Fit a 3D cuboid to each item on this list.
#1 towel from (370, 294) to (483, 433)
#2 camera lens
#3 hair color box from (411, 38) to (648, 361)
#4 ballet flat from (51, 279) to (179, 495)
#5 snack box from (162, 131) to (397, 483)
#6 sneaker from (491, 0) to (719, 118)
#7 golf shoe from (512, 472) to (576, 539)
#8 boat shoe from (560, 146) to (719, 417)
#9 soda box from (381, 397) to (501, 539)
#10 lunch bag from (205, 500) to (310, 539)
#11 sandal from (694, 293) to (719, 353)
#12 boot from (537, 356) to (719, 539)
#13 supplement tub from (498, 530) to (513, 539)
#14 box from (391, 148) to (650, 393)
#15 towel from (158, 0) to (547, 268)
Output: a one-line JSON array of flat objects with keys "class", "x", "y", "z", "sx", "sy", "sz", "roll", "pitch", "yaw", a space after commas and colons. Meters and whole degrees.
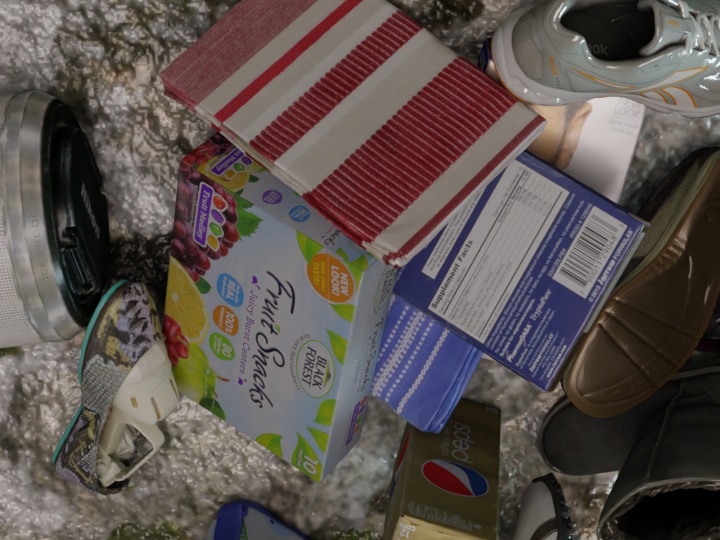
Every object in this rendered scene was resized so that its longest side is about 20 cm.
[{"class": "towel", "x": 0.000, "y": 0.000, "z": 1.211, "sx": 0.199, "sy": 0.024, "sz": 0.145, "roll": 34, "pitch": 114, "yaw": 13}, {"class": "camera lens", "x": -0.268, "y": -0.027, "z": 1.179, "sx": 0.198, "sy": 0.160, "sz": 0.161, "roll": -6, "pitch": 110, "yaw": 4}, {"class": "hair color box", "x": 0.109, "y": -0.040, "z": 1.215, "sx": 0.109, "sy": 0.065, "sz": 0.201, "roll": 13, "pitch": 109, "yaw": -2}, {"class": "ballet flat", "x": -0.155, "y": 0.086, "z": 1.237, "sx": 0.072, "sy": 0.072, "sz": 0.201, "roll": 18, "pitch": 137, "yaw": -5}, {"class": "snack box", "x": -0.055, "y": 0.025, "z": 1.183, "sx": 0.142, "sy": 0.053, "sz": 0.201, "roll": 30, "pitch": 137, "yaw": 18}, {"class": "sneaker", "x": 0.185, "y": -0.136, "z": 1.114, "sx": 0.199, "sy": 0.092, "sz": 0.076, "roll": -6, "pitch": 83, "yaw": -19}, {"class": "golf shoe", "x": 0.093, "y": 0.221, "z": 1.185, "sx": 0.094, "sy": 0.201, "sz": 0.078, "roll": 1, "pitch": 146, "yaw": 10}, {"class": "boat shoe", "x": 0.194, "y": 0.006, "z": 1.202, "sx": 0.073, "sy": 0.065, "sz": 0.200, "roll": 40, "pitch": 85, "yaw": -22}, {"class": "soda box", "x": 0.053, "y": 0.151, "z": 1.213, "sx": 0.064, "sy": 0.200, "sz": 0.068, "roll": 17, "pitch": 110, "yaw": 0}, {"class": "lunch bag", "x": -0.054, "y": 0.277, "z": 1.283, "sx": 0.123, "sy": 0.170, "sz": 0.201, "roll": -25, "pitch": 109, "yaw": 8}, {"class": "sandal", "x": 0.246, "y": 0.030, "z": 1.244, "sx": 0.199, "sy": 0.048, "sz": 0.076, "roll": -11, "pitch": 109, "yaw": 7}, {"class": "boot", "x": 0.180, "y": 0.130, "z": 1.192, "sx": 0.181, "sy": 0.200, "sz": 0.073, "roll": -24, "pitch": 107, "yaw": 26}, {"class": "supplement tub", "x": 0.134, "y": 0.280, "z": 1.297, "sx": 0.199, "sy": 0.132, "sz": 0.132, "roll": 33, "pitch": 108, "yaw": -10}, {"class": "box", "x": 0.065, "y": -0.028, "z": 1.152, "sx": 0.199, "sy": 0.032, "sz": 0.122, "roll": 32, "pitch": 99, "yaw": 15}, {"class": "towel", "x": -0.005, "y": -0.103, "z": 1.130, "sx": 0.200, "sy": 0.023, "sz": 0.144, "roll": 38, "pitch": 65, "yaw": 18}]
